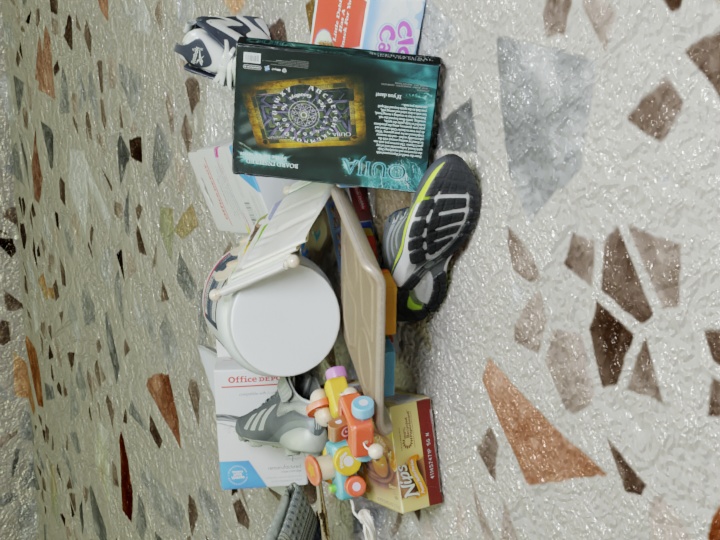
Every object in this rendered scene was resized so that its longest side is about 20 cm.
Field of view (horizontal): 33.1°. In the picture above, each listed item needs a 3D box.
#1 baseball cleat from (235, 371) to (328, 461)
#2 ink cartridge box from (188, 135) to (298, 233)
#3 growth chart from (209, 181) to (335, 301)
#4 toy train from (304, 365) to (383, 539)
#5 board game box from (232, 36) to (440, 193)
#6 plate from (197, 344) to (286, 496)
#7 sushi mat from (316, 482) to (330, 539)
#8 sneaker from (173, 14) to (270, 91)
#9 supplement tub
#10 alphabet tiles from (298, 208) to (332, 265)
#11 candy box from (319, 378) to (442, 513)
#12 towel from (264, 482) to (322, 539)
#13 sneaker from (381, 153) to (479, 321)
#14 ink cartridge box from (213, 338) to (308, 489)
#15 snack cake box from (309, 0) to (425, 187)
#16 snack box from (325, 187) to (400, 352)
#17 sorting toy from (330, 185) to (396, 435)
[{"bbox_3d":[-0.090,0.166,1.444,0.199,0.069,0.108,1,87,57],"label":"baseball cleat"},{"bbox_3d":[-0.135,-0.110,1.494,0.199,0.067,0.116,7,120,63],"label":"ink cartridge box"},{"bbox_3d":[-0.082,-0.049,1.317,0.144,0.201,0.018,-18,121,41],"label":"growth chart"},{"bbox_3d":[-0.022,0.189,1.260,0.151,0.055,0.202,-115,20,-49],"label":"toy train"},{"bbox_3d":[-0.026,-0.151,1.190,0.028,0.197,0.137,-82,-1,-63],"label":"board game box"},{"bbox_3d":[-0.155,0.203,1.700,0.199,0.032,0.202,10,120,63],"label":"plate"},{"bbox_3d":[-0.052,0.241,1.469,0.201,0.012,0.096,-100,6,-47],"label":"sushi mat"},{"bbox_3d":[-0.161,-0.247,1.483,0.080,0.128,0.201,-58,41,43],"label":"sneaker"},{"bbox_3d":[-0.104,0.044,1.400,0.200,0.138,0.142,-158,62,-74],"label":"supplement tub"},{"bbox_3d":[-0.080,-0.105,1.506,0.202,0.014,0.196,69,151,25],"label":"alphabet tiles"},{"bbox_3d":[0.015,0.191,1.353,0.199,0.055,0.117,3,100,64],"label":"candy box"},{"bbox_3d":[-0.071,0.386,1.417,0.201,0.034,0.194,-71,-36,-53],"label":"towel"},{"bbox_3d":[0.056,-0.041,1.187,0.201,0.073,0.081,111,145,-43],"label":"sneaker"},{"bbox_3d":[-0.129,0.173,1.561,0.068,0.114,0.203,-105,12,-78],"label":"ink cartridge box"},{"bbox_3d":[-0.004,-0.201,1.252,0.115,0.066,0.202,49,136,51],"label":"snack cake box"},{"bbox_3d":[0.000,0.000,1.363,0.072,0.024,0.203,-27,73,64],"label":"snack box"},{"bbox_3d":[0.008,0.037,1.240,0.186,0.036,0.202,-112,15,-58],"label":"sorting toy"}]
